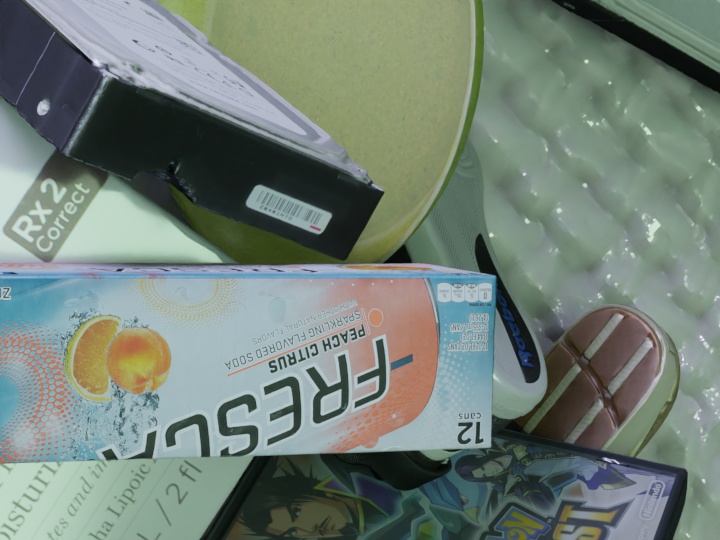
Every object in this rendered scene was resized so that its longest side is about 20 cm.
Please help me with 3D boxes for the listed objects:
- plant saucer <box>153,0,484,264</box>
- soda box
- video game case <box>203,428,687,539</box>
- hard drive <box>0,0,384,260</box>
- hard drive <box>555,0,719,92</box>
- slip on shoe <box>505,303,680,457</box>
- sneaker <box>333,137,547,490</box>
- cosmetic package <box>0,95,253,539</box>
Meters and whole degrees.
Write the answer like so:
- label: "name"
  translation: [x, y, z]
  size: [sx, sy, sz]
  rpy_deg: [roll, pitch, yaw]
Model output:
- label: "plant saucer"
  translation: [-0.017, -0.092, 0.854]
  size: [0.031, 0.199, 0.201]
  rpy_deg: [-3, 97, -44]
- label: "soda box"
  translation: [-0.054, 0.030, 0.731]
  size: [0.199, 0.068, 0.064]
  rpy_deg: [-1, 94, -21]
- label: "video game case"
  translation: [0.022, 0.131, 0.850]
  size: [0.180, 0.200, 0.026]
  rpy_deg: [11, 129, 17]
- label: "hard drive"
  translation: [-0.095, -0.080, 0.796]
  size: [0.139, 0.200, 0.038]
  rpy_deg: [21, 103, -42]
- label: "hard drive"
  translation: [0.183, -0.153, 0.963]
  size: [0.199, 0.038, 0.140]
  rpy_deg: [25, 86, -29]
- label: "slip on shoe"
  translation: [0.070, 0.100, 0.960]
  size: [0.200, 0.076, 0.061]
  rpy_deg: [-48, 152, 0]
- label: "sneaker"
  translation: [0.000, 0.000, 0.900]
  size: [0.112, 0.201, 0.073]
  rpy_deg: [-37, 138, 26]
- label: "cosmetic package"
  translation: [-0.153, 0.029, 0.821]
  size: [0.200, 0.165, 0.165]
  rpy_deg: [35, 82, -18]
